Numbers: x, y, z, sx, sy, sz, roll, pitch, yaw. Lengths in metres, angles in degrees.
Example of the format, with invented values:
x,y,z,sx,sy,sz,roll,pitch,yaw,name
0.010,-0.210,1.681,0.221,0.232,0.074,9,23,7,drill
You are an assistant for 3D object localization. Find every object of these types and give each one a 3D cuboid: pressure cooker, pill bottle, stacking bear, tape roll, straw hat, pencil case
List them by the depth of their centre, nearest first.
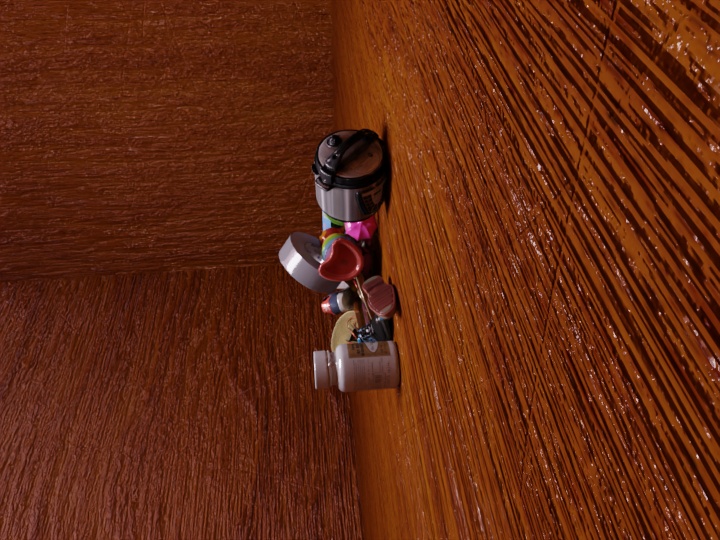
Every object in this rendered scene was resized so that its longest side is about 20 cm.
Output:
x,y,z,sx,sy,sz,roll,pitch,yaw,name
-0.026,-0.232,1.331,0.201,0.177,0.177,92,175,-55,pressure cooker
-0.011,0.232,1.351,0.114,0.198,0.115,177,90,-85,pill bottle
-0.066,-0.060,1.592,0.122,0.113,0.200,-59,25,15,stacking bear
-0.136,-0.023,1.633,0.066,0.200,0.201,-52,23,21,tape roll
0.000,0.000,1.730,0.200,0.090,0.094,92,168,-64,pencil case
0.009,0.221,1.739,0.085,0.200,0.203,-5,-88,-56,straw hat

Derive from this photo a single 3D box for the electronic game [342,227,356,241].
x,y,z,sx,sy,sz,roll,pitch,yaw,name
-0.029,-0.068,1.822,0.200,0.041,0.202,7,-90,-78,electronic game

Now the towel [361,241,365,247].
x,y,z,sx,sy,sz,roll,pitch,yaw,name
0.009,-0.071,1.962,0.153,0.023,0.201,97,170,-61,towel

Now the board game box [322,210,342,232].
x,y,z,sx,sy,sz,roll,pitch,yaw,name
-0.049,-0.221,1.763,0.200,0.036,0.152,-44,-35,-42,board game box

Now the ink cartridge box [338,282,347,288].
x,y,z,sx,sy,sz,roll,pitch,yaw,name
-0.075,-0.012,2.166,0.201,0.160,0.050,-98,9,-46,ink cartridge box

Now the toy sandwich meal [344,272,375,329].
x,y,z,sx,sy,sz,roll,pitch,yaw,name
0.003,0.099,1.595,0.205,0.070,0.206,-21,-90,-87,toy sandwich meal

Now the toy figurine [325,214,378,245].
x,y,z,sx,sy,sz,roll,pitch,yaw,name
-0.008,-0.136,1.617,0.184,0.149,0.201,-116,0,-53,toy figurine

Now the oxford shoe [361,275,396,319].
x,y,z,sx,sy,sz,roll,pitch,yaw,name
0.058,0.075,1.338,0.075,0.070,0.200,60,-176,-20,oxford shoe

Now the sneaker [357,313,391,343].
x,y,z,sx,sy,sz,roll,pitch,yaw,name
0.035,0.165,1.458,0.200,0.081,0.074,95,169,-60,sneaker

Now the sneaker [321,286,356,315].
x,y,z,sx,sy,sz,roll,pitch,yaw,name
-0.063,0.093,1.681,0.200,0.084,0.075,4,-109,-76,sneaker
